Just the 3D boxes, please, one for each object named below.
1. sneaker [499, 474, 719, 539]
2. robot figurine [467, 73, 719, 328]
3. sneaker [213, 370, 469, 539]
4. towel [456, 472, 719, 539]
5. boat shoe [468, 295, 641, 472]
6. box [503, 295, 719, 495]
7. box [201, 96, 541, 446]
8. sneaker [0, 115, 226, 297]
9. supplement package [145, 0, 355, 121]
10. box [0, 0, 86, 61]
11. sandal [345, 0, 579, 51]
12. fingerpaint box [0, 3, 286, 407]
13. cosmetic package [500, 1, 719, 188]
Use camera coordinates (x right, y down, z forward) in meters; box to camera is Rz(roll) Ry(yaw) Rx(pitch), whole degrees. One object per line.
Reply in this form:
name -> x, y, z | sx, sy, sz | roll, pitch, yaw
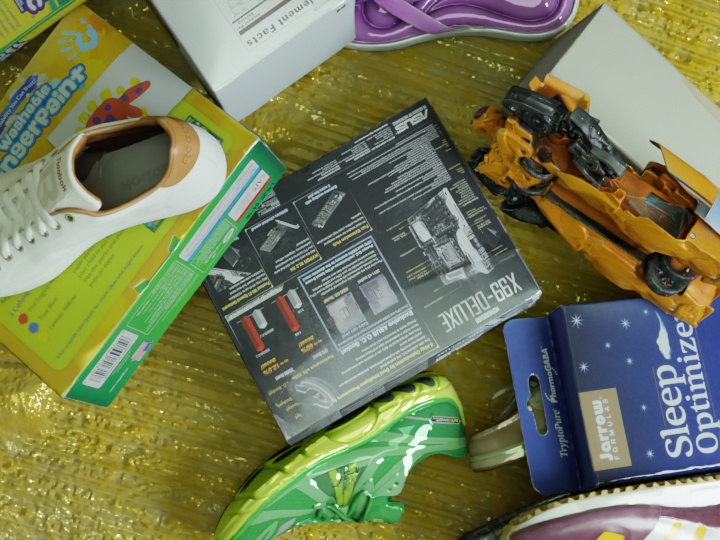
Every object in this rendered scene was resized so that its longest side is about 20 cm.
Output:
sneaker -> 0.190, 0.184, 0.797 | 0.197, 0.075, 0.091 | -7, 77, -8
robot figurine -> 0.158, -0.048, 0.786 | 0.199, 0.145, 0.058 | 37, 69, 4
sneaker -> -0.011, 0.148, 0.853 | 0.199, 0.074, 0.084 | -30, 93, -3
towel -> 0.184, 0.230, 0.871 | 0.198, 0.086, 0.167 | -20, 86, -10
boat shoe -> 0.154, 0.077, 0.873 | 0.199, 0.073, 0.063 | -28, 87, -16
box -> 0.201, 0.078, 0.829 | 0.197, 0.032, 0.123 | -6, 75, -13
box -> 0.000, 0.000, 0.840 | 0.199, 0.050, 0.159 | -30, 78, -4
sneaker -> -0.183, -0.045, 0.726 | 0.198, 0.085, 0.074 | -24, 76, 8
supplement package -> -0.101, -0.214, 0.800 | 0.109, 0.114, 0.201 | -34, 86, -3
box -> -0.262, -0.180, 0.775 | 0.199, 0.048, 0.118 | -34, 100, 7
sandal -> 0.056, -0.200, 0.859 | 0.200, 0.050, 0.084 | -3, 90, -4
fingerpaint box -> -0.175, -0.042, 0.806 | 0.166, 0.073, 0.201 | 36, 88, 17
cosmetic package -> 0.203, -0.081, 0.850 | 0.200, 0.103, 0.073 | 42, 81, -6
